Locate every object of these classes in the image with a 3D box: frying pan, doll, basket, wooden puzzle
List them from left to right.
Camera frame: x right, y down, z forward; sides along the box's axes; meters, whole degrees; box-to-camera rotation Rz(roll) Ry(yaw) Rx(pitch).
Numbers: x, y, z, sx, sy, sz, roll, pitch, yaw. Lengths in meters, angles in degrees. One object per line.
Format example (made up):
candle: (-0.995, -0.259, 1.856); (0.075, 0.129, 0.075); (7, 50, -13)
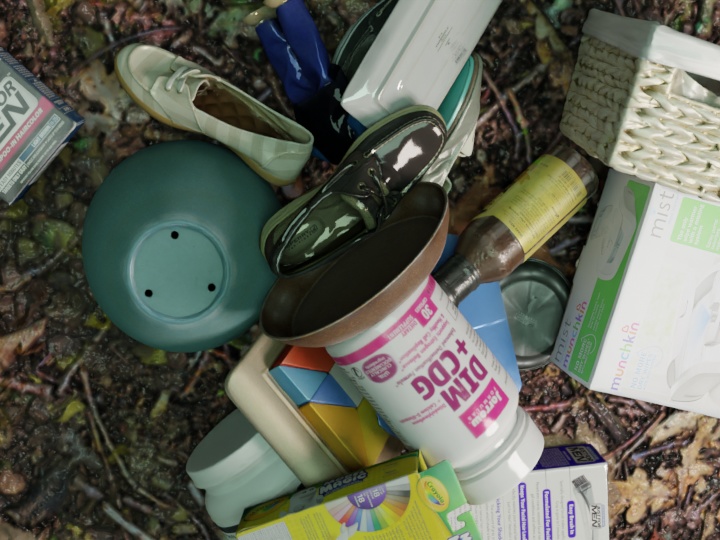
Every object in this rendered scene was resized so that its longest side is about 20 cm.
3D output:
doll: (-0.031, -0.157, 1.022); (0.048, 0.136, 0.202); (-34, 99, -37)
wooden puzzle: (-0.016, 0.106, 1.047); (0.037, 0.200, 0.186); (-27, 108, 42)
frying pan: (0.134, 0.069, 1.124); (0.189, 0.031, 0.115); (-39, 101, 0)
basket: (0.268, -0.150, 1.007); (0.134, 0.200, 0.125); (16, 104, -9)

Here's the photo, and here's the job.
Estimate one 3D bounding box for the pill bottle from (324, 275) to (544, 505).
pill bottle: (0.069, 0.103, 0.996); (0.113, 0.113, 0.201); (-39, 104, 3)

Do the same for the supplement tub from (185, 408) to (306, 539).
supplement tub: (-0.060, 0.228, 1.077); (0.140, 0.140, 0.201); (-35, 103, 2)

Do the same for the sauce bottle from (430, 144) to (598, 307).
sauce bottle: (0.137, -0.036, 1.055); (0.200, 0.065, 0.065); (-41, 103, -17)

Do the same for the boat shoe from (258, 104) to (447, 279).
boat shoe: (0.000, -0.060, 0.967); (0.200, 0.065, 0.073); (-42, 119, 9)

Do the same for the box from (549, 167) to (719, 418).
box: (0.301, 0.022, 1.085); (0.174, 0.097, 0.203); (14, 100, -19)

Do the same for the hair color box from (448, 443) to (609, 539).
hair color box: (0.150, 0.246, 1.141); (0.197, 0.065, 0.111); (-4, 101, -3)

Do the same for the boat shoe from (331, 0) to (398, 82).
boat shoe: (0.045, -0.232, 1.037); (0.069, 0.057, 0.200); (42, 95, -12)

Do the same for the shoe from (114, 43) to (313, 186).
shoe: (-0.130, -0.152, 1.023); (0.199, 0.053, 0.070); (31, 55, -11)

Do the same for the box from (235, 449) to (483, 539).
box: (0.004, 0.235, 0.977); (0.198, 0.048, 0.119); (-20, 106, 12)

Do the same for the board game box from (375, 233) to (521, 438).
board game box: (0.067, 0.068, 1.081); (0.156, 0.039, 0.203); (-15, 93, -22)

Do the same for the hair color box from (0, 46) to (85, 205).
hair color box: (-0.358, -0.163, 1.010); (0.200, 0.061, 0.100); (41, 95, -11)

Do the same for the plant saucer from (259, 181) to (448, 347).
plant saucer: (0.000, 0.000, 0.974); (0.199, 0.200, 0.035); (-36, 112, 3)

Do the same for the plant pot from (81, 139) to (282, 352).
plant pot: (-0.162, -0.012, 1.022); (0.197, 0.135, 0.203); (-1, 101, -5)

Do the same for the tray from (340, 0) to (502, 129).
tray: (0.067, -0.204, 0.985); (0.107, 0.022, 0.201); (33, 87, -47)

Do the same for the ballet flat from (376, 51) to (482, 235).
ballet flat: (0.071, -0.110, 1.071); (0.063, 0.067, 0.202); (23, 100, -37)
